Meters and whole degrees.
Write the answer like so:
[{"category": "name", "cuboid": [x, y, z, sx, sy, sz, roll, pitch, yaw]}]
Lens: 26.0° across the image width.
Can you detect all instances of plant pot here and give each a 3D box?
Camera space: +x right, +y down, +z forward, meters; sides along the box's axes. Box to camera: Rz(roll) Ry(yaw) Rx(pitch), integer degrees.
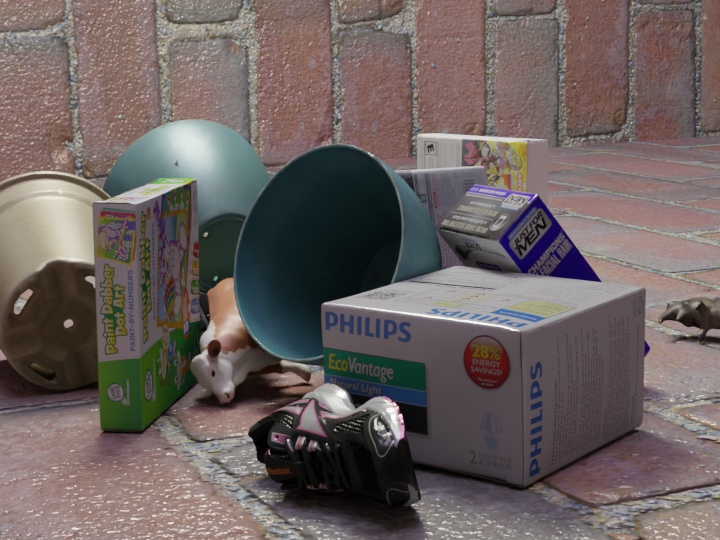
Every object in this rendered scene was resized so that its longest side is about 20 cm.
[{"category": "plant pot", "cuboid": [-0.172, -0.047, 1.717, 0.198, 0.202, 0.135, -6, 28, -26]}, {"category": "plant pot", "cuboid": [-0.303, 0.023, 1.556, 0.199, 0.202, 0.183, -5, 21, -19]}, {"category": "plant pot", "cuboid": [0.000, 0.000, 1.443, 0.199, 0.202, 0.134, 7, -11, 41]}]

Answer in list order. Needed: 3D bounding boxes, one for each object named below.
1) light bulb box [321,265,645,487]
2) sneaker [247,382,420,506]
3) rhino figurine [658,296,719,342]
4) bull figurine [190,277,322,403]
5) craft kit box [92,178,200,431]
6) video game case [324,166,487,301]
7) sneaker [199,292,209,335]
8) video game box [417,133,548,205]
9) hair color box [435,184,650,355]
[{"category": "light bulb box", "cuboid": [0.102, 0.078, 1.275, 0.197, 0.126, 0.199, 6, 13, 37]}, {"category": "sneaker", "cuboid": [-0.024, 0.139, 1.147, 0.086, 0.081, 0.200, -18, 7, -20]}, {"category": "rhino figurine", "cuboid": [0.408, 0.037, 1.657, 0.198, 0.060, 0.087, -8, 21, -14]}, {"category": "bull figurine", "cuboid": [-0.103, 0.065, 1.507, 0.120, 0.066, 0.200, 15, 25, -12]}, {"category": "craft kit box", "cuboid": [-0.192, 0.024, 1.424, 0.048, 0.202, 0.197, 2, 10, 12]}, {"category": "video game case", "cuboid": [0.051, -0.001, 1.552, 0.180, 0.202, 0.023, -4, -11, -15]}, {"category": "sneaker", "cuboid": [-0.162, 0.062, 1.624, 0.199, 0.079, 0.090, -18, -9, -40]}, {"category": "video game box", "cuboid": [0.144, -0.062, 1.868, 0.047, 0.202, 0.181, -8, 12, -40]}, {"category": "hair color box", "cuboid": [0.169, 0.016, 1.435, 0.065, 0.200, 0.109, -48, 26, -14]}]
